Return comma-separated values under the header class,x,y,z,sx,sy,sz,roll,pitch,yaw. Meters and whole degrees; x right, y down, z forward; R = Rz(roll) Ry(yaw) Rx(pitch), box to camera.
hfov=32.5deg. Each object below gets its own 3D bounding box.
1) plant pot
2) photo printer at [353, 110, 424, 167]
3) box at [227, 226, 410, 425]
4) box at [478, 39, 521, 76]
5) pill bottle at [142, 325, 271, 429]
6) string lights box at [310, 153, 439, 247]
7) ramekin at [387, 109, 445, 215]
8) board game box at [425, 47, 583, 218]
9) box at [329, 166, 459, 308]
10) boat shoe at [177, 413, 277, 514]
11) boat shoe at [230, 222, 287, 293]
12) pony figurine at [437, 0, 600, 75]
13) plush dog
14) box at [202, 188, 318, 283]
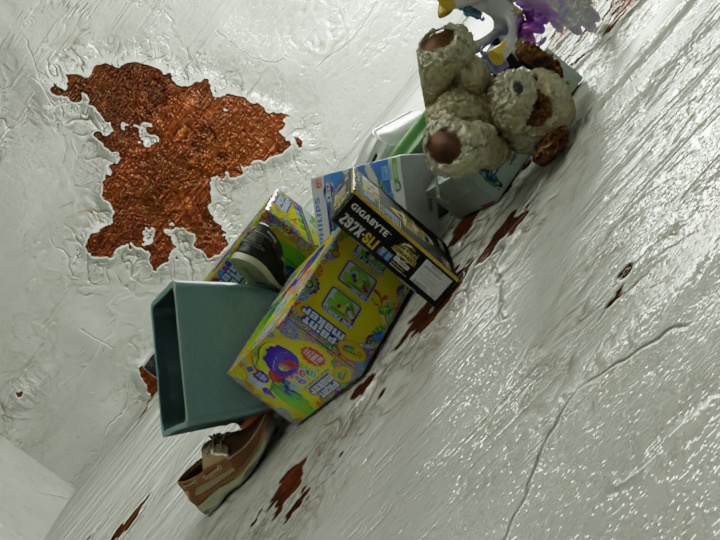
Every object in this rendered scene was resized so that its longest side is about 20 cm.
class,x,y,z,sx,sy,sz,roll,pitch,yaw
plant pot,-0.176,0.120,1.748,0.196,0.198,0.198,147,117,-68
photo printer,0.044,-0.159,1.976,0.200,0.069,0.167,-36,-29,-60
box,-0.046,0.066,1.604,0.200,0.122,0.193,-43,13,52
box,0.182,-0.275,1.939,0.141,0.079,0.201,-40,15,43
pill bottle,-0.223,0.164,1.880,0.106,0.200,0.106,-51,5,7
string lights box,0.018,-0.093,1.697,0.059,0.104,0.199,-6,-2,-39
ramekin,0.114,-0.167,1.783,0.200,0.097,0.200,-51,8,10
board game box,0.179,-0.171,1.570,0.201,0.064,0.147,-56,10,-13
box,0.038,-0.045,1.476,0.049,0.159,0.200,-50,8,10
boat shoe,-0.190,0.263,1.726,0.200,0.072,0.076,-48,9,27
boat shoe,-0.128,-0.003,1.744,0.200,0.071,0.068,72,-144,-67
pony figurine,0.203,-0.350,1.691,0.200,0.193,0.166,-47,6,-38
plush dog,0.160,-0.173,1.409,0.161,0.170,0.201,68,-162,-59
box,-0.121,0.021,1.905,0.200,0.192,0.122,-50,8,18
